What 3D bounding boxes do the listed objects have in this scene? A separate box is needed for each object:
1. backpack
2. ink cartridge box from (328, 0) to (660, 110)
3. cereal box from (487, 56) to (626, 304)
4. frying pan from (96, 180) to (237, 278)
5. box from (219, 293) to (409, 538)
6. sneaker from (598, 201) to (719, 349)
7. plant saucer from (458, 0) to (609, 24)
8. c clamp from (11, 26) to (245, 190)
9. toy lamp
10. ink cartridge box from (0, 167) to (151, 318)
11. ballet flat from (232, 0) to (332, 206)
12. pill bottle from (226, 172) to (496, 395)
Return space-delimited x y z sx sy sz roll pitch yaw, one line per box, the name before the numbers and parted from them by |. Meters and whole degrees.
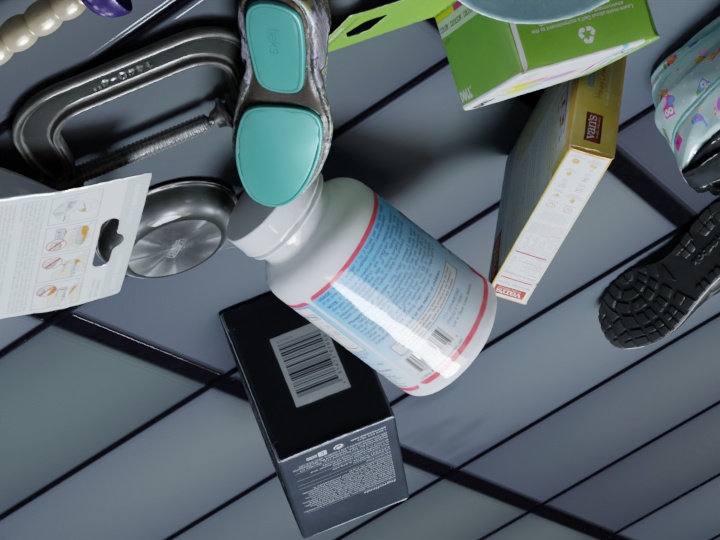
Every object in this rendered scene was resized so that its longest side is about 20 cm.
backpack | 0.331 -0.145 1.670 0.200 0.127 0.167 -38 140 29
ink cartridge box | 0.079 -0.154 1.436 0.200 0.076 0.148 -18 180 -14
cereal box | 0.151 -0.086 1.614 0.039 0.144 0.200 16 145 -6
frying pan | -0.124 -0.020 1.634 0.115 0.031 0.190 -36 149 24
box | -0.037 0.120 1.831 0.107 0.149 0.200 -22 154 -5
sneaker | 0.322 0.011 2.023 0.200 0.076 0.088 -40 156 30
plant saucer | 0.119 -0.254 1.325 0.201 0.039 0.201 -11 124 -17
c clamp | -0.157 -0.099 1.462 0.200 0.027 0.171 -25 149 4
toy lamp | -0.236 -0.129 1.297 0.200 0.058 0.058 -29 154 11
ink cartridge box | -0.258 -0.023 1.485 0.200 0.047 0.160 -12 151 -23
ballet flat | -0.048 -0.130 1.426 0.072 0.072 0.200 -16 142 -17
pill bottle | 0.000 0.000 1.599 0.200 0.109 0.109 38 121 -23
